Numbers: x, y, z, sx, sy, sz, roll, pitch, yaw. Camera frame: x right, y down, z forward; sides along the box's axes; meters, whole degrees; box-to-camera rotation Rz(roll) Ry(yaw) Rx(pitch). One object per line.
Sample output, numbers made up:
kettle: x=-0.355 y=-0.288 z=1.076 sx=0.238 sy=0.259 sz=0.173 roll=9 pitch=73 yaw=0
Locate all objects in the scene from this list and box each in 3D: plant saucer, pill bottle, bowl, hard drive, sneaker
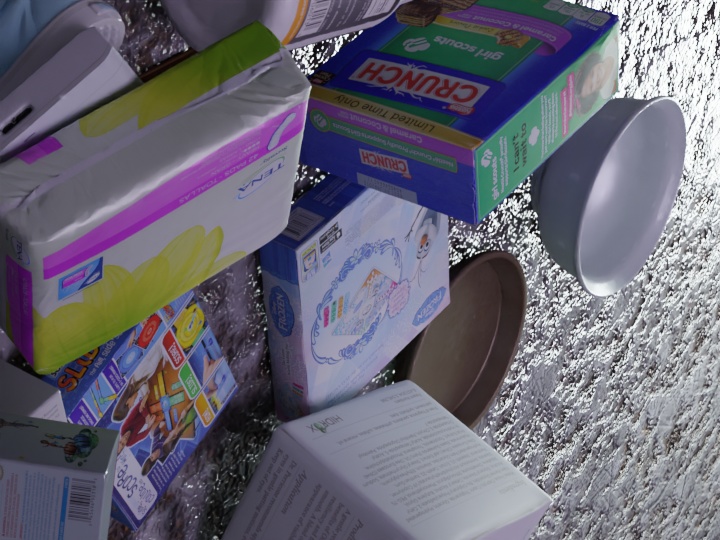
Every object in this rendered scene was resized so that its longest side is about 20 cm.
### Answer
plant saucer: x=0.090 y=0.072 z=1.720 sx=0.200 sy=0.029 sz=0.201 roll=-36 pitch=138 yaw=-41
pill bottle: x=-0.034 y=-0.210 z=1.239 sx=0.200 sy=0.116 sz=0.117 roll=-25 pitch=130 yaw=-51
bowl: x=0.223 y=-0.082 z=1.765 sx=0.201 sy=0.090 sz=0.202 roll=-36 pitch=138 yaw=-42
hard drive: x=-0.169 y=-0.057 z=1.098 sx=0.132 sy=0.026 sz=0.200 roll=-41 pitch=161 yaw=-2
sneaker: x=-0.226 y=-0.097 z=1.065 sx=0.200 sy=0.082 sz=0.074 roll=-43 pitch=161 yaw=3

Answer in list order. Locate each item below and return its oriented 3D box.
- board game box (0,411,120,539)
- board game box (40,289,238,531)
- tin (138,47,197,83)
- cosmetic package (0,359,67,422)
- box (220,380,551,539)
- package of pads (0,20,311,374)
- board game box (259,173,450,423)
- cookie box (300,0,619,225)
board game box: x=-0.247 y=0.151 z=1.064 sx=0.064 sy=0.199 sz=0.148 roll=-90 pitch=-170 yaw=-67
board game box: x=-0.154 y=0.087 z=1.296 sx=0.136 sy=0.034 sz=0.200 roll=-54 pitch=158 yaw=-19
tin: x=-0.124 y=-0.084 z=1.261 sx=0.200 sy=0.042 sz=0.112 roll=-36 pitch=142 yaw=-42
cosmetic package: x=-0.239 y=0.164 z=1.198 sx=0.108 sy=0.085 sz=0.201 roll=-41 pitch=142 yaw=-38
box: x=0.009 y=0.229 z=1.512 sx=0.200 sy=0.171 sz=0.199 roll=-14 pitch=137 yaw=-54
package of pads: x=-0.124 y=-0.038 z=1.081 sx=0.200 sy=0.068 sz=0.155 roll=-32 pitch=158 yaw=-25
board game box: x=0.000 y=0.000 z=1.508 sx=0.200 sy=0.043 sz=0.200 roll=-42 pitch=143 yaw=-37
cookie box: x=0.075 y=-0.137 z=1.409 sx=0.200 sy=0.171 sz=0.075 roll=-43 pitch=140 yaw=-35
